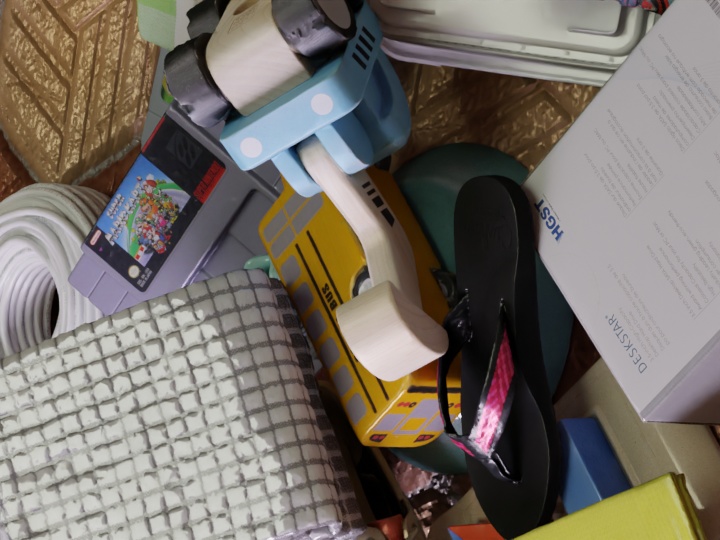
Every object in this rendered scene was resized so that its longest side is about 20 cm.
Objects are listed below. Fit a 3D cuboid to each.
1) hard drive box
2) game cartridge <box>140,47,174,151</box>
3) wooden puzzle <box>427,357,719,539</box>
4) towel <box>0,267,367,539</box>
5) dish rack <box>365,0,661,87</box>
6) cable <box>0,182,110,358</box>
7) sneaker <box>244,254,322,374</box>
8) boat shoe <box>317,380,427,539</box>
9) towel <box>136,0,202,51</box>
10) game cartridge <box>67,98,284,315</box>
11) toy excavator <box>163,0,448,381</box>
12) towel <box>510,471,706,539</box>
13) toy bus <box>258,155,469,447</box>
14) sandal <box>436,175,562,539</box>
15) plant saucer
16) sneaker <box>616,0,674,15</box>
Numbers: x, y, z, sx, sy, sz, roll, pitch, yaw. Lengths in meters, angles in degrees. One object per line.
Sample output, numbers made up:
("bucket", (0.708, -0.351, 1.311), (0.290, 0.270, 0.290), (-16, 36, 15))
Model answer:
("hard drive box", (0.187, -0.044, 1.001), (0.200, 0.077, 0.156), (-51, 52, 31))
("game cartridge", (-0.084, -0.144, 1.333), (0.133, 0.040, 0.200), (28, 111, 42))
("wooden puzzle", (0.122, 0.163, 1.073), (0.200, 0.046, 0.185), (-47, 54, 34))
("towel", (-0.113, 0.109, 1.136), (0.200, 0.086, 0.166), (-22, 73, 12))
("dish rack", (0.091, -0.195, 1.102), (0.200, 0.044, 0.172), (11, 93, 27))
("cable", (-0.228, 0.036, 1.457), (0.200, 0.069, 0.200), (-36, 61, 39))
("sneaker", (-0.103, 0.069, 1.225), (0.078, 0.086, 0.200), (23, 62, 36))
("boat shoe", (0.006, 0.156, 1.157), (0.200, 0.071, 0.063), (61, 141, 32))
("towel", (-0.073, -0.187, 1.252), (0.200, 0.031, 0.150), (26, 119, 38))
("game cartridge", (-0.103, -0.025, 1.303), (0.130, 0.038, 0.200), (38, 122, 2))
("toy excavator", (-0.011, -0.062, 1.084), (0.100, 0.200, 0.195), (-30, 21, 23))
("towel", (0.106, 0.177, 1.040), (0.200, 0.018, 0.086), (-31, 75, 39))
("toy bus", (0.000, 0.000, 1.160), (0.078, 0.065, 0.200), (-50, 53, 34))
("sandal", (0.065, 0.050, 1.065), (0.075, 0.045, 0.201), (5, 103, 53))
("plant saucer", (0.042, 0.021, 1.185), (0.200, 0.036, 0.201), (-7, 80, 48))
("sneaker", (0.136, -0.168, 1.013), (0.200, 0.079, 0.096), (-20, 94, 4))
